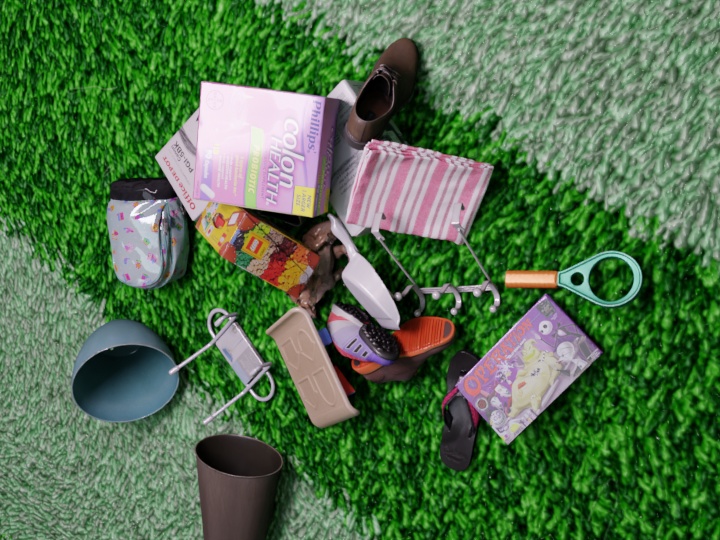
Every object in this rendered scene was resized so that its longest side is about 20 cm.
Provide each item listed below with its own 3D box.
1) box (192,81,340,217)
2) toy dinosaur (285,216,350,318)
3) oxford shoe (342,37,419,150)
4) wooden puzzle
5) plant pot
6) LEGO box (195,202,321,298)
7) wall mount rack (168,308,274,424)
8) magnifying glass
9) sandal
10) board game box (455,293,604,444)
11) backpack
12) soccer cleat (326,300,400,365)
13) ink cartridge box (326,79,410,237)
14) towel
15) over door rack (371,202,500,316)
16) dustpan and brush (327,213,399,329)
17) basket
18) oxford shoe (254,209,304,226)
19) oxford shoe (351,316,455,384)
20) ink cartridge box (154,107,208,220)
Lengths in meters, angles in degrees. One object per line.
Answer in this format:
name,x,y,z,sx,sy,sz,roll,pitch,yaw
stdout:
box,-0.144,-0.186,1.289,0.196,0.097,0.179,9,101,10
toy dinosaur,-0.077,-0.014,1.421,0.135,0.085,0.204,16,95,52
oxford shoe,0.043,-0.277,1.258,0.072,0.085,0.202,24,67,0
wooden puzzle,-0.075,0.164,1.429,0.202,0.046,0.185,61,153,4
plant pot,-0.459,0.173,1.626,0.202,0.198,0.136,-57,37,24
LEGO box,-0.170,-0.046,1.368,0.078,0.148,0.200,-59,27,2
wall mount rack,-0.255,0.178,1.555,0.174,0.074,0.201,-45,74,28
magnifying glass,0.306,0.013,1.215,0.197,0.022,0.081,0,79,30
sandal,0.160,0.227,1.336,0.074,0.045,0.204,13,104,28
board game box,0.251,0.148,1.259,0.200,0.032,0.120,-48,70,15
backpack,-0.394,-0.069,1.568,0.164,0.126,0.204,3,103,26
soccer cleat,0.000,0.117,1.357,0.200,0.067,0.074,37,108,56
ink cartridge box,-0.001,-0.177,1.343,0.146,0.083,0.202,-39,78,28
towel,0.086,-0.111,1.255,0.196,0.030,0.148,10,129,-9
over door rack,0.111,-0.002,1.263,0.145,0.067,0.201,-4,134,30
dustpan and brush,0.000,0.000,1.338,0.057,0.139,0.200,-43,97,-10
basket,-0.227,0.430,1.550,0.178,0.135,0.204,14,108,31
oxford shoe,-0.172,-0.139,1.392,0.197,0.075,0.071,22,131,-19
oxford shoe,0.081,0.132,1.360,0.198,0.072,0.073,-23,126,36
ink cartridge box,-0.249,-0.204,1.485,0.199,0.083,0.148,-39,79,28
